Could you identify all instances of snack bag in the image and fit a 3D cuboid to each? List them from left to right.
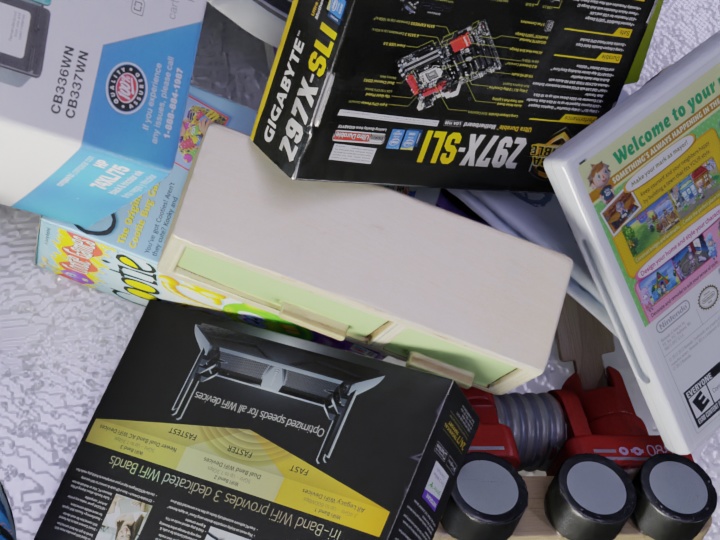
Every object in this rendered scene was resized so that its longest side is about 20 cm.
[{"bbox_3d":[0.139,-0.053,0.977,0.188,0.021,0.201,38,40,-12],"label":"snack bag"}]

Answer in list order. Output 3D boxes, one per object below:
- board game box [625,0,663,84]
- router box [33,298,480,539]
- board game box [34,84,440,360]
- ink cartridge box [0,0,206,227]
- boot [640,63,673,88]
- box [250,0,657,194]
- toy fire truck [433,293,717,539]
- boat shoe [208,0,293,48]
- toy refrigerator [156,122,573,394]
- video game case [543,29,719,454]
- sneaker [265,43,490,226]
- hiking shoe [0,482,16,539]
[{"bbox_3d":[0.076,-0.140,0.900,0.198,0.102,0.048,-15,46,-28],"label":"board game box"},{"bbox_3d":[-0.057,0.114,0.865,0.198,0.052,0.158,14,68,29],"label":"router box"},{"bbox_3d":[-0.072,-0.025,0.928,0.198,0.103,0.106,22,73,-8],"label":"board game box"},{"bbox_3d":[-0.188,-0.125,0.771,0.198,0.146,0.149,15,76,-22],"label":"ink cartridge box"},{"bbox_3d":[0.205,-0.078,0.958,0.075,0.107,0.201,43,42,-16],"label":"boot"},{"bbox_3d":[0.057,-0.121,0.819,0.198,0.161,0.049,0,32,-38],"label":"box"},{"bbox_3d":[0.099,0.079,0.948,0.174,0.129,0.201,2,47,-17],"label":"toy fire truck"},{"bbox_3d":[-0.086,-0.197,0.876,0.200,0.057,0.069,41,24,-21],"label":"boat shoe"},{"bbox_3d":[0.000,0.000,0.845,0.198,0.076,0.071,20,73,-9],"label":"toy refrigerator"},{"bbox_3d":[0.206,-0.030,0.906,0.199,0.022,0.183,-35,110,-26],"label":"video game case"},{"bbox_3d":[0.028,-0.092,0.983,0.200,0.083,0.081,46,69,3],"label":"sneaker"},{"bbox_3d":[-0.205,0.151,0.854,0.074,0.087,0.201,-28,83,-20],"label":"hiking shoe"}]
